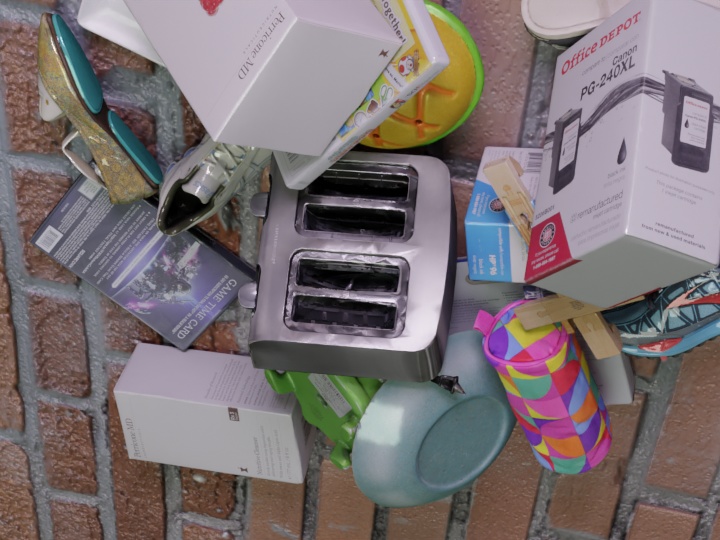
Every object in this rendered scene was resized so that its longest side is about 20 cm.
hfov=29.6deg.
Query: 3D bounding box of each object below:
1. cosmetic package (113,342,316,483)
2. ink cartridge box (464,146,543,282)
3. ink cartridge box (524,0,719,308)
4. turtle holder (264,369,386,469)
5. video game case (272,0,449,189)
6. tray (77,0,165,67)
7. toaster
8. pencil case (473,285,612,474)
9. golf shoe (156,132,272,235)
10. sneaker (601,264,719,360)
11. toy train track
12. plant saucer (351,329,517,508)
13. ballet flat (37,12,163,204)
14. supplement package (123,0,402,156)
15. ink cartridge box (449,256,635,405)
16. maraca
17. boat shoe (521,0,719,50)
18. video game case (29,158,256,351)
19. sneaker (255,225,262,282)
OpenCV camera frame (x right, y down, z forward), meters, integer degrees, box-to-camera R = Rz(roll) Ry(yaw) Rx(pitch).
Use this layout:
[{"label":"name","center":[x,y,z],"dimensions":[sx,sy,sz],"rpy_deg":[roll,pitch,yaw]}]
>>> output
[{"label":"cosmetic package","center":[-0.153,0.152,1.460],"dimensions":[0.198,0.081,0.113],"rpy_deg":[4,131,12]},{"label":"ink cartridge box","center":[0.198,-0.045,1.173],"dimensions":[0.198,0.116,0.068],"rpy_deg":[4,130,14]},{"label":"ink cartridge box","center":[0.202,-0.089,1.019],"dimensions":[0.083,0.201,0.145],"rpy_deg":[17,160,-18]},{"label":"turtle holder","center":[0.000,0.109,1.326],"dimensions":[0.141,0.131,0.186],"rpy_deg":[39,154,32]},{"label":"video game case","center":[-0.030,-0.197,1.095],"dimensions":[0.023,0.201,0.182],"rpy_deg":[2,150,-47]},{"label":"tray","center":[-0.169,-0.270,1.164],"dimensions":[0.107,0.022,0.201],"rpy_deg":[25,130,-5]},{"label":"toaster","center":[0.000,0.000,1.183],"dimensions":[0.198,0.182,0.119],"rpy_deg":[5,164,6]},{"label":"pencil case","center":[0.171,0.105,1.243],"dimensions":[0.088,0.089,0.200],"rpy_deg":[-7,138,21]},{"label":"golf shoe","center":[-0.118,-0.100,1.238],"dimensions":[0.078,0.097,0.200],"rpy_deg":[36,127,-11]},{"label":"sneaker","center":[0.300,0.011,1.217],"dimensions":[0.199,0.079,0.096],"rpy_deg":[-16,116,9]},{"label":"toy train track","center":[0.161,-0.014,1.115],"dimensions":[0.114,0.033,0.201],"rpy_deg":[-17,118,36]},{"label":"plant saucer","center":[0.085,0.151,1.277],"dimensions":[0.039,0.200,0.202],"rpy_deg":[42,147,43]},{"label":"ballet flat","center":[-0.257,-0.141,1.260],"dimensions":[0.070,0.071,0.201],"rpy_deg":[-13,126,25]},{"label":"supplement package","center":[-0.085,-0.203,1.049],"dimensions":[0.119,0.200,0.121],"rpy_deg":[3,134,-48]},{"label":"ink cartridge box","center":[0.150,0.051,1.314],"dimensions":[0.198,0.041,0.201],"rpy_deg":[-6,126,21]},{"label":"maraca","center":[0.009,-0.158,1.145],"dimensions":[0.199,0.107,0.138],"rpy_deg":[-16,115,28]},{"label":"boat shoe","center":[0.229,-0.210,1.085],"dimensions":[0.198,0.073,0.063],"rpy_deg":[-2,170,12]},{"label":"video game case","center":[-0.222,-0.014,1.389],"dimensions":[0.200,0.019,0.143],"rpy_deg":[36,129,-15]},{"label":"sneaker","center":[-0.078,0.027,1.339],"dimensions":[0.075,0.080,0.201],"rpy_deg":[7,131,11]}]
